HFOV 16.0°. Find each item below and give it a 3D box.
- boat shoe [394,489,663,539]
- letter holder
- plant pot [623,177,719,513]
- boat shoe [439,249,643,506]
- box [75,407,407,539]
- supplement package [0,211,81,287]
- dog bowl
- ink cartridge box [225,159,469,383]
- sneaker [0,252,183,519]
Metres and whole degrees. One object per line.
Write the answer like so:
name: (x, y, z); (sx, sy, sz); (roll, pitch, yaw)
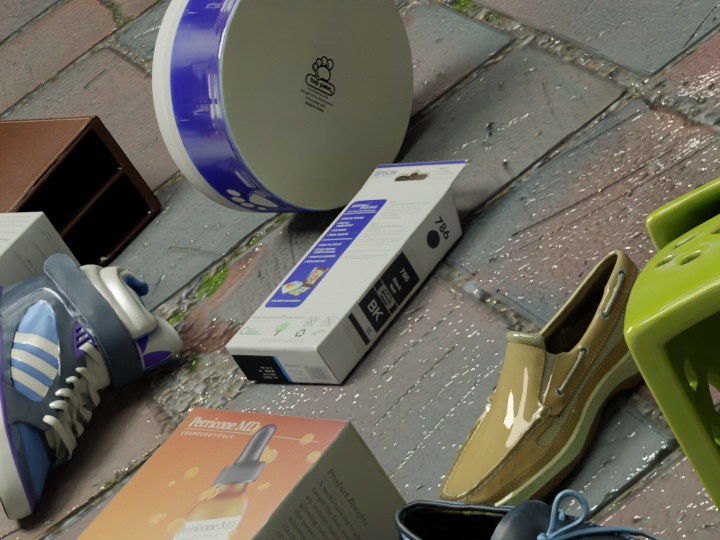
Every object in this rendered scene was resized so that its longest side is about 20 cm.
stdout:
boat shoe: (0.088, 0.162, 1.378); (0.200, 0.069, 0.084); (-5, 37, 44)
letter holder: (-0.291, -0.044, 2.141); (0.200, 0.101, 0.142); (1, 43, 50)
plant pot: (0.257, 0.030, 1.281); (0.199, 0.200, 0.182); (-26, 19, 14)
boat shoe: (0.105, 0.067, 1.517); (0.072, 0.076, 0.200); (2, 42, 50)
box: (-0.085, 0.187, 1.488); (0.152, 0.106, 0.200); (0, 41, 49)
supplement package: (-0.306, 0.060, 1.958); (0.114, 0.110, 0.200); (-1, 40, 48)
dog bowl: (-0.055, -0.143, 1.925); (0.079, 0.200, 0.200); (3, 43, 46)
ink cartridge box: (0.000, 0.000, 1.799); (0.099, 0.039, 0.200); (-1, 41, 48)
sneaker: (-0.198, 0.078, 1.841); (0.146, 0.081, 0.200); (-10, 51, -2)
